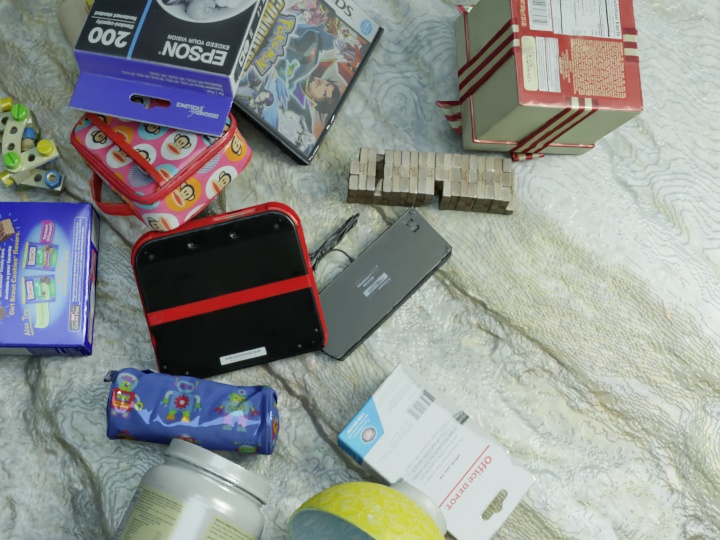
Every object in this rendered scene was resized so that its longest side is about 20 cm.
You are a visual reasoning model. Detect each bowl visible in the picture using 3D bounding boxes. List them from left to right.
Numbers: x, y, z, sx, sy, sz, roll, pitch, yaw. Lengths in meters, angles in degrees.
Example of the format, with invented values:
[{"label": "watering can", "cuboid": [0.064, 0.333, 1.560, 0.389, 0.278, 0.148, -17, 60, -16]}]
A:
[{"label": "bowl", "cuboid": [0.030, 0.291, 1.541, 0.200, 0.201, 0.108, 39, 58, 9]}]

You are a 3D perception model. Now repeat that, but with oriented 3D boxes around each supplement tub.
[{"label": "supplement tub", "cuboid": [-0.190, 0.297, 1.542, 0.144, 0.145, 0.202, 24, 75, 5]}]

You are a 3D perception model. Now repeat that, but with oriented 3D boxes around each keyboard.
[{"label": "keyboard", "cuboid": [0.000, 0.000, 1.695, 0.200, 0.021, 0.127, -43, 86, -13]}]

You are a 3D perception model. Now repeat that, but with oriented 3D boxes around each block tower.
[{"label": "block tower", "cuboid": [0.085, -0.106, 1.708, 0.197, 0.058, 0.055, 4, 75, -2]}]

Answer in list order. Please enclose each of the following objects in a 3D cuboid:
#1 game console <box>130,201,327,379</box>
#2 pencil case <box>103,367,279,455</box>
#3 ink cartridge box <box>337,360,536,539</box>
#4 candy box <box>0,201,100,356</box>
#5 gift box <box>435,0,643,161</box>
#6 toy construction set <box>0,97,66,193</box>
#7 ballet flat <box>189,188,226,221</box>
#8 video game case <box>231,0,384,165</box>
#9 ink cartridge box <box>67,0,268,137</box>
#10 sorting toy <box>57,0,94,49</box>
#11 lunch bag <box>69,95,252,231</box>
[{"label": "game console", "cuboid": [-0.150, 0.025, 1.641, 0.198, 0.031, 0.179, -13, 105, 0]}, {"label": "pencil case", "cuboid": [-0.187, 0.156, 1.617, 0.197, 0.078, 0.088, 7, 60, 0]}, {"label": "ink cartridge box", "cuboid": [0.084, 0.212, 1.614, 0.200, 0.068, 0.116, 40, 78, 9]}, {"label": "candy box", "cuboid": [-0.404, 0.009, 1.650, 0.197, 0.077, 0.171, 2, 76, -3]}, {"label": "gift box", "cuboid": [0.197, -0.241, 1.678, 0.198, 0.187, 0.187, 5, 76, -16]}, {"label": "toy construction set", "cuboid": [-0.450, -0.138, 1.686, 0.198, 0.092, 0.133, -10, 73, -16]}, {"label": "ballet flat", "cuboid": [-0.182, -0.077, 1.702, 0.067, 0.046, 0.202, -14, 70, 5]}, {"label": "video game case", "cuboid": [-0.080, -0.257, 1.704, 0.180, 0.025, 0.201, 38, 72, -33]}, {"label": "ink cartridge box", "cuboid": [-0.217, -0.260, 1.625, 0.196, 0.043, 0.202, 11, 70, 16]}, {"label": "sorting toy", "cuboid": [-0.252, -0.308, 1.722, 0.199, 0.037, 0.186, -27, 49, -7]}, {"label": "lunch bag", "cuboid": [-0.239, -0.136, 1.658, 0.176, 0.082, 0.200, -42, 50, -11]}]
